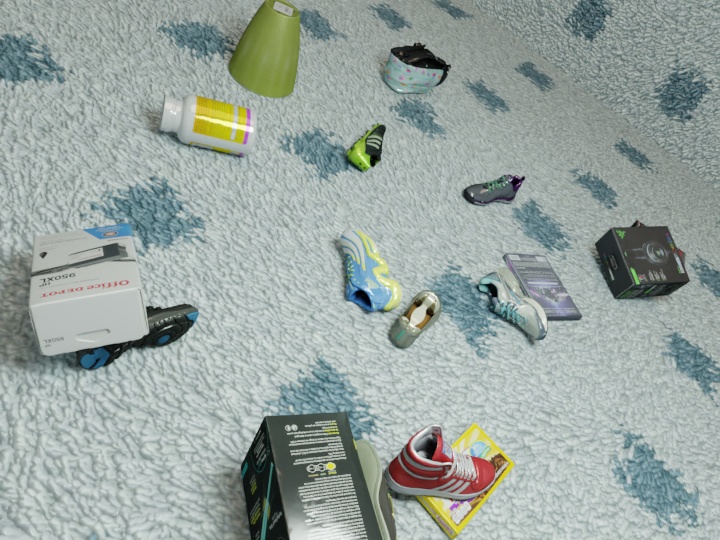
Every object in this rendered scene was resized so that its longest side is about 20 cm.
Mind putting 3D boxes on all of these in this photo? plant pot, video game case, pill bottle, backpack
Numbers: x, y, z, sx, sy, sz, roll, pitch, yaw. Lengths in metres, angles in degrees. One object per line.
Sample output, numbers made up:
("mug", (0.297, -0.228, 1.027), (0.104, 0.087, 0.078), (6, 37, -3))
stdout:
("plant pot", (-0.232, -0.596, 1.576), (0.184, 0.201, 0.189), (17, 41, -16))
("video game case", (0.454, 0.039, 1.503), (0.140, 0.019, 0.202), (3, 49, -29))
("pill bottle", (-0.332, -0.321, 1.313), (0.196, 0.105, 0.106), (9, 45, -25))
("backpack", (0.170, -0.647, 1.934), (0.198, 0.128, 0.167), (-17, 48, -40))

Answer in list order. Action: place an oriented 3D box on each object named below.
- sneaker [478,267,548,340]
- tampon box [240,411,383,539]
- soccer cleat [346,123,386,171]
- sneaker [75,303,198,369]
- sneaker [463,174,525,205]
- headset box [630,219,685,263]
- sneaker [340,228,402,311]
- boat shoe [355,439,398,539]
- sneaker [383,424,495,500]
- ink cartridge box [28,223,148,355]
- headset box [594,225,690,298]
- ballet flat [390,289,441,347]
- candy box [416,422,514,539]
("sneaker", (0.338, 0.085, 1.357), (0.085, 0.079, 0.201), (-15, 50, -26))
("tampon box", (-0.071, 0.317, 0.799), (0.124, 0.151, 0.202), (3, 47, -27))
("soccer cleat", (0.028, -0.321, 1.576), (0.081, 0.067, 0.201), (46, 41, -9))
("sneaker", (-0.346, 0.078, 0.929), (0.198, 0.074, 0.082), (-16, 57, -42))
("sneaker", (0.372, -0.237, 1.675), (0.197, 0.088, 0.075), (-9, 53, -37))
("headset box", (0.880, -0.039, 1.798), (0.199, 0.076, 0.149), (37, 41, 7))
("sneaker", (0.000, 0.000, 1.218), (0.104, 0.076, 0.201), (-19, 62, -41))
("boat shoe", (0.013, 0.349, 0.891), (0.070, 0.061, 0.203), (-21, 38, 9))
("sneaker", (0.144, 0.299, 0.939), (0.196, 0.114, 0.072), (6, 41, -22))
("ink cartridge box", (-0.397, 0.020, 0.881), (0.142, 0.086, 0.201), (-11, 35, -21))
("headset box", (0.760, -0.024, 1.642), (0.196, 0.093, 0.177), (-2, 63, -14))
("ballet flat", (0.127, 0.084, 1.221), (0.067, 0.064, 0.200), (38, 40, 8))
("candy box", (0.175, 0.348, 1.016), (0.102, 0.027, 0.199), (43, 41, 19))
